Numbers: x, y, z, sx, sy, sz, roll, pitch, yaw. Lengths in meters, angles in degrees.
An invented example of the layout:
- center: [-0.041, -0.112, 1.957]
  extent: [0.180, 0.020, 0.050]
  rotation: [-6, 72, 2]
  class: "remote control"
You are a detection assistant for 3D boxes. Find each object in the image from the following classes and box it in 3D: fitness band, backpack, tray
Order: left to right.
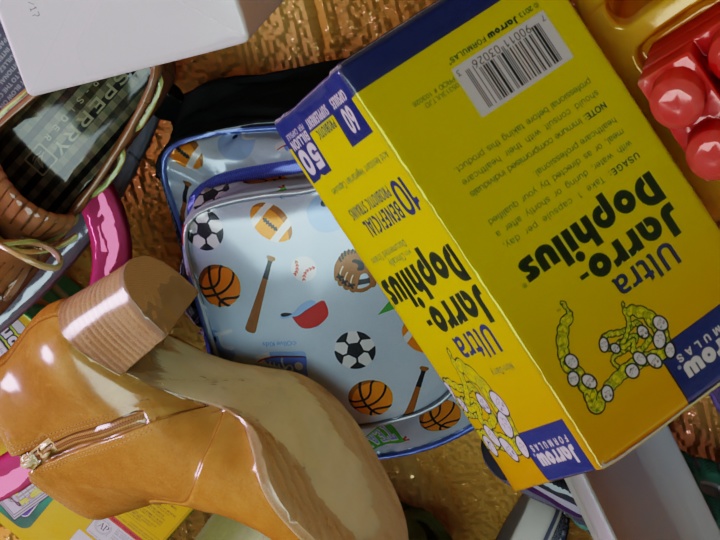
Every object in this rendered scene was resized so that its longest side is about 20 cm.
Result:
- center: [-0.195, 0.021, 1.225]
  extent: [0.143, 0.037, 0.200]
  rotation: [21, 93, -3]
  class: "fitness band"
- center: [0.000, 0.000, 1.208]
  extent: [0.200, 0.154, 0.191]
  rotation: [-6, 121, 15]
  class: "backpack"
- center: [0.117, 0.085, 1.156]
  extent: [0.022, 0.107, 0.200]
  rotation: [-31, 79, 30]
  class: "tray"

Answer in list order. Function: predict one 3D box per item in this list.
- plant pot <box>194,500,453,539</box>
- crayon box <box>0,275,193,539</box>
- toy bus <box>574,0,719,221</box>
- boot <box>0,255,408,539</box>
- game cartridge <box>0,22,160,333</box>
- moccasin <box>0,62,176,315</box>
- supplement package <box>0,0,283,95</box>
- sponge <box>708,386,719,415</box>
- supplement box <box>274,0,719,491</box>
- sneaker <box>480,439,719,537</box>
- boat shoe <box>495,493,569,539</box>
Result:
- center: [-0.040, 0.203, 1.297]
  extent: [0.200, 0.200, 0.190]
  rotation: [28, 104, 2]
  class: "plant pot"
- center: [-0.173, 0.074, 1.331]
  extent: [0.200, 0.058, 0.119]
  rotation: [39, 117, -4]
  class: "crayon box"
- center: [0.151, -0.123, 1.083]
  extent: [0.136, 0.192, 0.200]
  rotation: [-31, 101, 26]
  class: "toy bus"
- center: [-0.082, 0.092, 1.163]
  extent: [0.201, 0.071, 0.144]
  rotation: [47, 134, -4]
  class: "boot"
- center: [-0.196, -0.049, 1.256]
  extent: [0.133, 0.042, 0.200]
  rotation: [40, 91, -8]
  class: "game cartridge"
- center: [-0.162, -0.035, 1.168]
  extent: [0.201, 0.078, 0.074]
  rotation: [-44, 96, -1]
  class: "moccasin"
- center: [-0.088, -0.174, 1.120]
  extent: [0.109, 0.200, 0.114]
  rotation: [-12, 110, 20]
  class: "supplement package"
- center: [0.150, -0.003, 1.156]
  extent: [0.030, 0.112, 0.200]
  rotation: [-30, 89, -1]
  class: "sponge"
- center: [0.070, -0.019, 1.061]
  extent: [0.109, 0.109, 0.200]
  rotation: [-34, 91, -19]
  class: "supplement box"
- center: [0.143, 0.132, 1.241]
  extent: [0.200, 0.075, 0.088]
  rotation: [18, 128, -15]
  class: "sneaker"
- center: [0.094, 0.218, 1.303]
  extent: [0.093, 0.075, 0.200]
  rotation: [21, 103, 0]
  class: "boat shoe"
